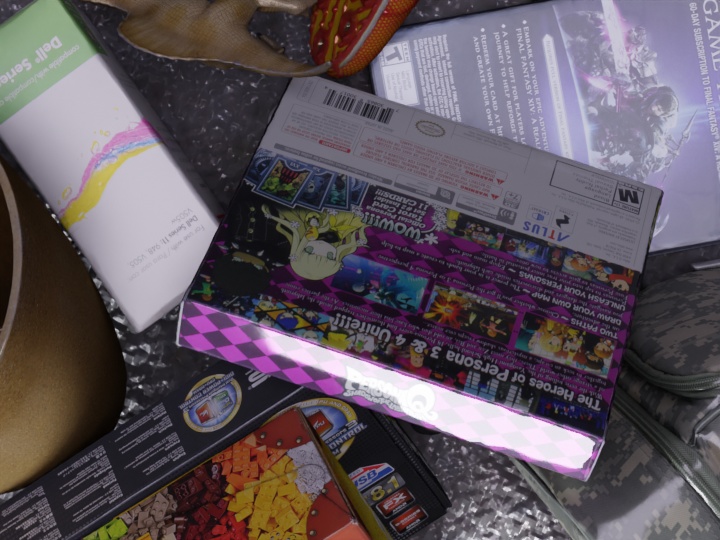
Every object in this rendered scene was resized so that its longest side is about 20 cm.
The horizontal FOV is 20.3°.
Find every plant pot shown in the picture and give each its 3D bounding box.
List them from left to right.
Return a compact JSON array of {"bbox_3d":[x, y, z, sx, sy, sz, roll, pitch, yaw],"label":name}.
[{"bbox_3d":[-0.198,0.035,0.970,0.185,0.200,0.188,-6,72,18],"label":"plant pot"}]

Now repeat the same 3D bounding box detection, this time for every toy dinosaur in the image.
[{"bbox_3d":[-0.070,-0.119,1.018,0.199,0.101,0.059,26,120,31],"label":"toy dinosaur"}]

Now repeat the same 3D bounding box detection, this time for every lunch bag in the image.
[{"bbox_3d":[0.174,0.083,0.985,0.167,0.200,0.140,-41,106,0],"label":"lunch bag"}]

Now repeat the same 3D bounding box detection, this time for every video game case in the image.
[{"bbox_3d":[0.034,-0.004,0.957,0.198,0.182,0.036,18,133,3],"label":"video game case"},{"bbox_3d":[0.111,-0.072,1.068,0.198,0.019,0.144,-10,93,0],"label":"video game case"}]

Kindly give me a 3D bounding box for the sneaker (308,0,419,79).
[{"bbox_3d":[0.042,-0.182,1.035,0.077,0.073,0.201,28,97,-39],"label":"sneaker"}]

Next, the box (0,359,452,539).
[{"bbox_3d":[-0.070,0.124,1.015,0.199,0.160,0.044,-33,50,1],"label":"box"}]

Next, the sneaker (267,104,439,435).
[{"bbox_3d":[0.000,0.000,1.039,0.076,0.082,0.201,-14,62,-23],"label":"sneaker"}]

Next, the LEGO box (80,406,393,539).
[{"bbox_3d":[-0.045,0.179,0.991,0.148,0.200,0.077,-32,50,0],"label":"LEGO box"}]

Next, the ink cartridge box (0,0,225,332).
[{"bbox_3d":[-0.116,-0.037,1.022,0.067,0.117,0.201,-35,92,1],"label":"ink cartridge box"}]
